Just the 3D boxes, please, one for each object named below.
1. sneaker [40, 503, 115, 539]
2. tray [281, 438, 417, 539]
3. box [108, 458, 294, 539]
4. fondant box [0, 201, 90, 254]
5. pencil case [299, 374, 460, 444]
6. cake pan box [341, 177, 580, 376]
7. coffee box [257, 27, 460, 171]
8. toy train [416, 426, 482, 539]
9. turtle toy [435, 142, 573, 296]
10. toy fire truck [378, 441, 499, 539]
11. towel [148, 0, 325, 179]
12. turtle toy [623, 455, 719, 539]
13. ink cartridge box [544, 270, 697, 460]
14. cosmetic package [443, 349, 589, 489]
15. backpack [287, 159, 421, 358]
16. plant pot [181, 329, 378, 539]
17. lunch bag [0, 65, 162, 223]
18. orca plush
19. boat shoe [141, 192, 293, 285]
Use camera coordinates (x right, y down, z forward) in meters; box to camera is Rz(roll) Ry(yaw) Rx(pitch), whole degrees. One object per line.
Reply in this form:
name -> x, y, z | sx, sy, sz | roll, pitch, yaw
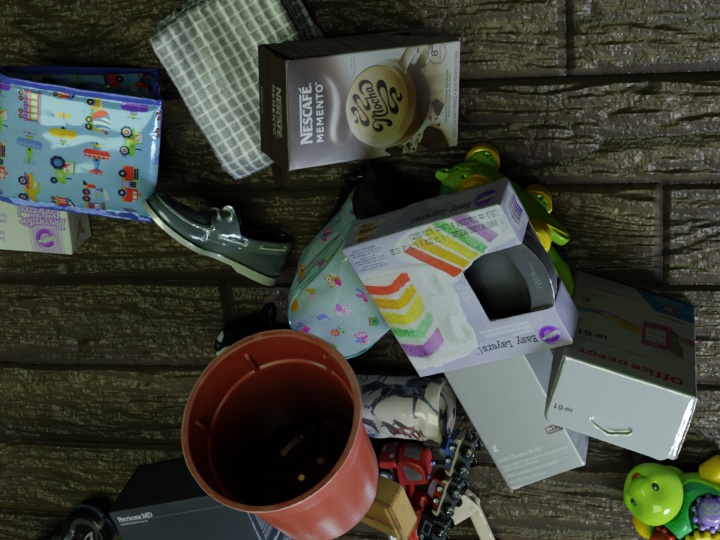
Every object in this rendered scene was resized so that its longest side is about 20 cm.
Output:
sneaker -> -0.413, 0.393, 1.752 | 0.199, 0.083, 0.071 | -36, 104, 27
tray -> -0.030, 0.263, 1.552 | 0.198, 0.037, 0.099 | 19, 152, 27
box -> -0.197, 0.347, 1.659 | 0.197, 0.104, 0.184 | -12, 114, 20
fondant box -> -0.409, -0.125, 1.504 | 0.142, 0.058, 0.203 | 4, 118, 12
pencil case -> 0.020, 0.170, 1.528 | 0.196, 0.078, 0.090 | 0, 133, 15
cake pan box -> 0.107, 0.012, 1.291 | 0.197, 0.053, 0.185 | -14, 123, 31
coffee box -> -0.001, -0.178, 1.290 | 0.197, 0.080, 0.115 | -11, 114, -24
toy train -> 0.103, 0.262, 1.514 | 0.045, 0.034, 0.202 | 29, 128, 20
turtle toy -> 0.154, -0.039, 1.344 | 0.199, 0.146, 0.101 | 38, 114, -7
toy fire truck -> 0.103, 0.309, 1.593 | 0.139, 0.049, 0.203 | -3, 115, 16
towel -> -0.118, -0.217, 1.364 | 0.164, 0.086, 0.202 | -24, 108, 23
turtle toy -> 0.387, 0.294, 1.471 | 0.200, 0.101, 0.146 | 42, 119, -9
ink cartridge box -> 0.281, 0.097, 1.351 | 0.142, 0.201, 0.086 | 16, 120, 5
cosmetic package -> 0.179, 0.140, 1.467 | 0.106, 0.091, 0.201 | -24, 112, 27
backpack -> 0.000, 0.000, 1.420 | 0.166, 0.127, 0.200 | 40, 122, -11
plant pot -> -0.071, 0.199, 1.393 | 0.197, 0.204, 0.196 | -2, 152, 15
lunch bag -> -0.326, -0.145, 1.412 | 0.196, 0.094, 0.153 | 2, 120, -14
orca plush -> -0.111, 0.077, 1.491 | 0.104, 0.199, 0.072 | -12, 101, -26
boat shoe -> -0.160, -0.050, 1.440 | 0.199, 0.073, 0.062 | 29, 106, -36
